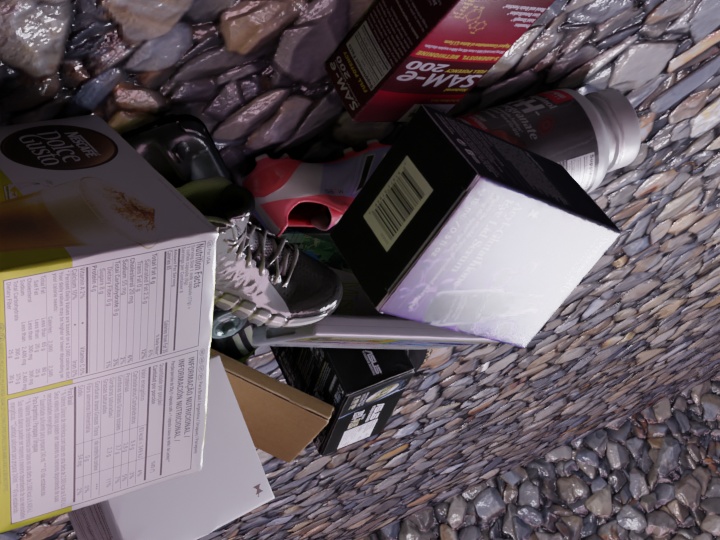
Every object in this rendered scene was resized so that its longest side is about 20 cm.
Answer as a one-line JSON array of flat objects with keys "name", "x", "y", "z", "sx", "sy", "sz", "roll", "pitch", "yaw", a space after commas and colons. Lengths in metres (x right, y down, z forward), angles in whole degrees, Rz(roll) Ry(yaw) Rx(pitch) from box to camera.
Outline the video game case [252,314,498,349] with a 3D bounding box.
[{"name": "video game case", "x": 0.015, "y": 0.061, "z": 1.124, "sx": 0.199, "sy": 0.022, "sz": 0.182, "roll": 3, "pitch": 173, "yaw": -23}]

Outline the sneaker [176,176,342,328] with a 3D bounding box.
[{"name": "sneaker", "x": -0.090, "y": -0.018, "z": 0.943, "sx": 0.199, "sy": 0.075, "sz": 0.116, "roll": 14, "pitch": 144, "yaw": -22}]

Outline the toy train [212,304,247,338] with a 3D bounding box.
[{"name": "toy train", "x": -0.191, "y": 0.031, "z": 1.096, "sx": 0.199, "sy": 0.085, "sz": 0.114, "roll": -22, "pitch": 149, "yaw": -14}]

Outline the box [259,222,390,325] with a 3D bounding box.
[{"name": "box", "x": 0.000, "y": 0.000, "z": 1.132, "sx": 0.199, "sy": 0.036, "sz": 0.145, "roll": -1, "pitch": 141, "yaw": -5}]

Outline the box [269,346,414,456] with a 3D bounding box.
[{"name": "box", "x": -0.028, "y": 0.098, "z": 1.325, "sx": 0.086, "sy": 0.164, "sz": 0.200, "roll": -19, "pitch": 157, "yaw": -20}]

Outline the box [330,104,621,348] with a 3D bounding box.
[{"name": "box", "x": 0.101, "y": -0.032, "z": 0.995, "sx": 0.199, "sy": 0.104, "sz": 0.148, "roll": 15, "pitch": 121, "yaw": -40}]

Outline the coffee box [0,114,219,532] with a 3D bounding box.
[{"name": "coffee box", "x": -0.230, "y": 0.030, "z": 0.785, "sx": 0.197, "sy": 0.200, "sz": 0.201, "roll": -13, "pitch": 125, "yaw": -32}]

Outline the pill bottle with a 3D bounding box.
[{"name": "pill bottle", "x": 0.176, "y": -0.118, "z": 1.142, "sx": 0.199, "sy": 0.111, "sz": 0.111, "roll": -18, "pitch": 157, "yaw": -23}]

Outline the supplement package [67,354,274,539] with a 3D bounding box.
[{"name": "supplement package", "x": -0.210, "y": 0.179, "z": 1.128, "sx": 0.151, "sy": 0.151, "sz": 0.200, "roll": -23, "pitch": -173, "yaw": -27}]

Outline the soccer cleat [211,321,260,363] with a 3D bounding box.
[{"name": "soccer cleat", "x": -0.124, "y": 0.049, "z": 1.240, "sx": 0.081, "sy": 0.068, "sz": 0.200, "roll": 9, "pitch": 141, "yaw": -37}]

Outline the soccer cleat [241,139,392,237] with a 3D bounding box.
[{"name": "soccer cleat", "x": -0.019, "y": -0.072, "z": 1.062, "sx": 0.199, "sy": 0.077, "sz": 0.067, "roll": -9, "pitch": 153, "yaw": -38}]

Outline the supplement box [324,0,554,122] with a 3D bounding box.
[{"name": "supplement box", "x": 0.073, "y": -0.200, "z": 0.900, "sx": 0.109, "sy": 0.061, "sz": 0.200, "roll": -7, "pitch": 152, "yaw": -43}]

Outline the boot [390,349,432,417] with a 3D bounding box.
[{"name": "boot", "x": 0.046, "y": 0.074, "z": 1.465, "sx": 0.151, "sy": 0.073, "sz": 0.201, "roll": -43, "pitch": 137, "yaw": -56}]

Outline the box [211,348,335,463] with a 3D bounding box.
[{"name": "box", "x": -0.144, "y": 0.146, "z": 1.292, "sx": 0.199, "sy": 0.021, "sz": 0.164, "roll": 26, "pitch": 148, "yaw": -7}]

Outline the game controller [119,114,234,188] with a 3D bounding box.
[{"name": "game controller", "x": -0.162, "y": -0.068, "z": 0.970, "sx": 0.104, "sy": 0.042, "sz": 0.200, "roll": -13, "pitch": 158, "yaw": 2}]
